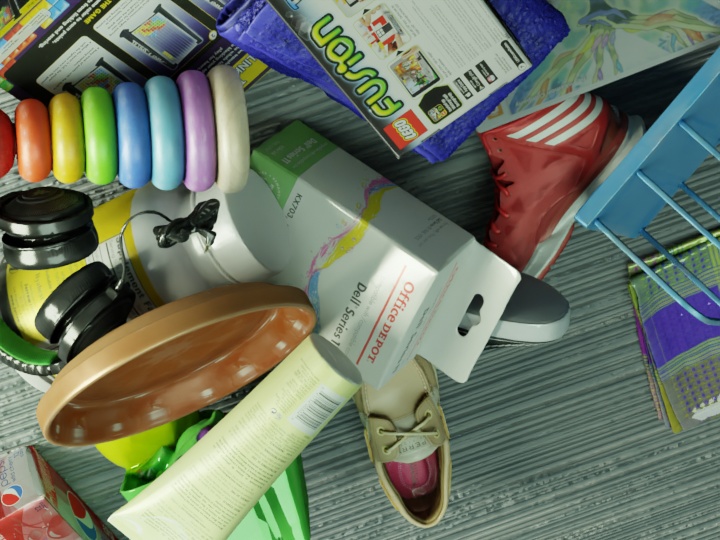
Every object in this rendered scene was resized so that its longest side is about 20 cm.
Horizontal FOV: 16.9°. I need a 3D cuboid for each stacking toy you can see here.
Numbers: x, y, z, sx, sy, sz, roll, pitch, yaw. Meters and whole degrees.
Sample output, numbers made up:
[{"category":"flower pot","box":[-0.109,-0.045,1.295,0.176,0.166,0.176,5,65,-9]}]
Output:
[{"category":"stacking toy","box":[-0.175,-0.085,1.575,0.200,0.085,0.085,-6,132,-9]}]

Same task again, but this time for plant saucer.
[{"category":"plant saucer","box":[-0.126,0.060,1.627,0.200,0.032,0.200,-25,165,-7]}]

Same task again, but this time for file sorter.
[{"category":"file sorter","box":[0.278,-0.071,1.731,0.200,0.123,0.139,-51,163,12]}]

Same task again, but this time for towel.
[{"category":"towel","box":[0.297,0.044,1.965,0.144,0.023,0.200,-20,134,0]},{"category":"towel","box":[0.025,-0.158,1.587,0.200,0.050,0.148,29,120,-34]}]

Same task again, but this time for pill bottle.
[{"category":"pill bottle","box":[-0.152,0.002,1.680,0.200,0.111,0.111,-24,136,23]}]

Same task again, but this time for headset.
[{"category":"headset","box":[-0.185,-0.005,1.603,0.200,0.094,0.124,-18,100,39]}]

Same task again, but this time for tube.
[{"category":"tube","box":[-0.083,0.129,1.679,0.200,0.058,0.052,-47,149,12]}]

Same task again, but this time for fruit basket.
[{"category":"fruit basket","box":[-0.125,0.118,1.798,0.155,0.216,0.216,-22,134,0]}]

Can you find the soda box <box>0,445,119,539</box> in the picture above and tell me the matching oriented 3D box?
[{"category":"soda box","box":[-0.235,0.226,1.911,0.070,0.063,0.200,-29,133,6]}]

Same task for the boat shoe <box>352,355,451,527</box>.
[{"category":"boat shoe","box":[0.039,0.126,1.914,0.074,0.069,0.200,-20,134,-2]}]

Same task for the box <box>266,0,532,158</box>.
[{"category":"box","box":[0.013,-0.169,1.524,0.110,0.035,0.200,-34,130,8]}]

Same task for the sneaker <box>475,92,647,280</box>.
[{"category":"sneaker","box":[0.108,-0.064,1.785,0.115,0.078,0.200,31,111,-22]}]

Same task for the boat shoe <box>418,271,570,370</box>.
[{"category":"boat shoe","box":[0.063,0.039,1.779,0.199,0.074,0.068,6,120,24]}]

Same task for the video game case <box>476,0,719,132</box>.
[{"category":"video game case","box":[0.148,-0.196,1.639,0.200,0.022,0.182,-21,134,1]}]

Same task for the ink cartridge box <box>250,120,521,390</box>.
[{"category":"ink cartridge box","box":[0.000,0.000,1.709,0.200,0.067,0.117,33,124,12]}]

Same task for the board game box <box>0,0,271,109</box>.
[{"category":"board game box","box":[-0.136,-0.172,1.598,0.200,0.057,0.165,-40,133,17]}]
